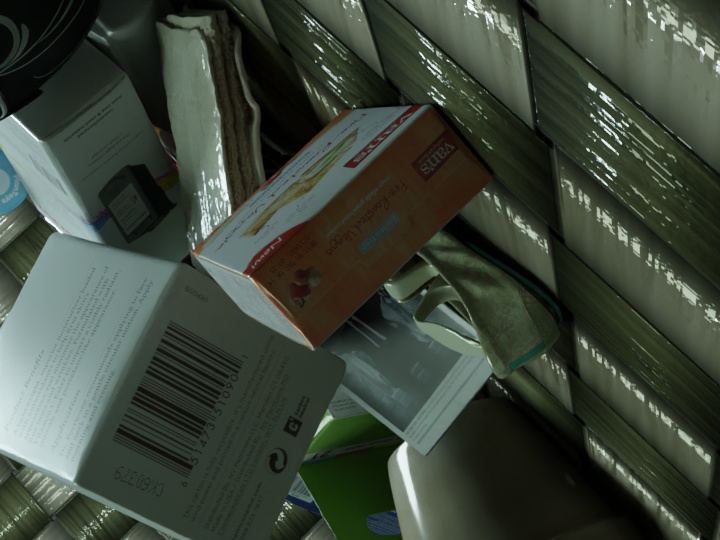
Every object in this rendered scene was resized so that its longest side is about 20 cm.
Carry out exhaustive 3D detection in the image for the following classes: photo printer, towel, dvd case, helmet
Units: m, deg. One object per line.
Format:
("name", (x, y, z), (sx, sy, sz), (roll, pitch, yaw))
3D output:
("photo printer", (-0.196, -0.199, 1.363), (0.166, 0.069, 0.200), (44, 173, 21))
("towel", (-0.101, -0.084, 1.228), (0.132, 0.034, 0.202), (-155, 56, -67))
("dvd case", (0.002, 0.030, 1.252), (0.200, 0.025, 0.151), (38, 139, 4))
("helmet", (-0.265, -0.221, 1.178), (0.199, 0.192, 0.200), (23, 166, 6))

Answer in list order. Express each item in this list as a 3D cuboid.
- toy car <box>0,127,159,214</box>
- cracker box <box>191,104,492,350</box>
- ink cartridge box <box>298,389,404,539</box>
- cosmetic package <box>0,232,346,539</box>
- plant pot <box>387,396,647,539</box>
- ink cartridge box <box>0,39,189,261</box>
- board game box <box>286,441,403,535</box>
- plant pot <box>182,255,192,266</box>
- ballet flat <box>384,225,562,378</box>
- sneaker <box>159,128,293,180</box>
("toy car", (-0.254, -0.137, 1.512), (0.199, 0.178, 0.184), (9, -162, -27))
("cracker box", (-0.017, -0.030, 0.999), (0.058, 0.134, 0.200), (49, 172, -13))
("ink cartridge box", (0.011, 0.136, 1.495), (0.147, 0.076, 0.201), (-6, -125, -44))
("cosmetic package", (-0.152, 0.090, 1.252), (0.165, 0.166, 0.199), (32, 169, -35))
("plant pot", (0.112, 0.204, 1.412), (0.174, 0.199, 0.200), (62, 178, 20))
("ink cartridge box", (-0.215, -0.095, 1.338), (0.147, 0.086, 0.200), (39, 164, 33))
("board game box", (0.004, 0.149, 1.592), (0.199, 0.062, 0.201), (24, -143, -19))
("plant pot", (-0.158, -0.018, 1.700), (0.201, 0.201, 0.195), (44, 180, 18))
("ballet flat", (0.045, 0.002, 1.090), (0.200, 0.062, 0.068), (39, 169, 48))
("sneaker", (-0.099, -0.057, 1.399), (0.200, 0.077, 0.086), (32, 120, 53))
